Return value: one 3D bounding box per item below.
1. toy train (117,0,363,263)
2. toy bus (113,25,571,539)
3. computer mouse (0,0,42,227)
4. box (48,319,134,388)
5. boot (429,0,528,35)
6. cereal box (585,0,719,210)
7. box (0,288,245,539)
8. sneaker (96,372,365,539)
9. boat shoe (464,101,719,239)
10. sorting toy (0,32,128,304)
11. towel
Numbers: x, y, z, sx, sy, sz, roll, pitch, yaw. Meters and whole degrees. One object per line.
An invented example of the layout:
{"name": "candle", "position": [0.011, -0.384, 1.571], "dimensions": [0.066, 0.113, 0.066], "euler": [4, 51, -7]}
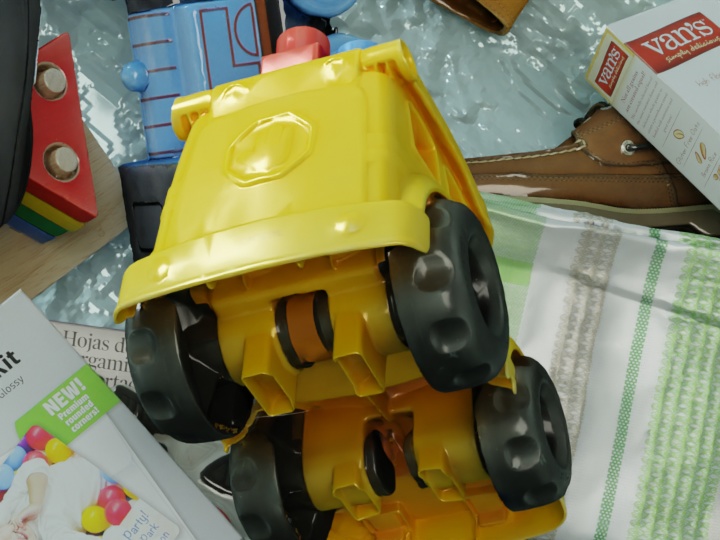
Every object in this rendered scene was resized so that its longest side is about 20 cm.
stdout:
{"name": "toy train", "position": [-0.052, -0.076, 0.968], "dimensions": [0.114, 0.087, 0.200], "euler": [-12, 97, -32]}
{"name": "toy bus", "position": [0.000, 0.000, 0.881], "dimensions": [0.135, 0.200, 0.192], "euler": [-14, 46, 17]}
{"name": "computer mouse", "position": [-0.190, -0.115, 0.856], "dimensions": [0.140, 0.046, 0.201], "euler": [7, 80, -19]}
{"name": "box", "position": [-0.063, 0.054, 0.991], "dimensions": [0.200, 0.041, 0.039], "euler": [8, 78, -6]}
{"name": "boot", "position": [0.024, -0.217, 1.035], "dimensions": [0.201, 0.071, 0.144], "euler": [37, 74, -5]}
{"name": "cereal box", "position": [0.218, -0.057, 0.989], "dimensions": [0.144, 0.040, 0.200], "euler": [-23, 59, -35]}
{"name": "box", "position": [-0.130, 0.131, 0.872], "dimensions": [0.156, 0.041, 0.200], "euler": [-40, 83, -21]}
{"name": "sneaker", "position": [-0.094, 0.103, 0.955], "dimensions": [0.200, 0.083, 0.081], "euler": [18, 68, -6]}
{"name": "boat shoe", "position": [0.118, -0.043, 1.024], "dimensions": [0.200, 0.072, 0.068], "euler": [2, 75, -17]}
{"name": "sorting toy", "position": [-0.201, -0.062, 0.916], "dimensions": [0.200, 0.070, 0.199], "euler": [-41, 101, -40]}
{"name": "towel", "position": [0.123, 0.052, 0.955], "dimensions": [0.200, 0.031, 0.150], "euler": [12, 83, -7]}
